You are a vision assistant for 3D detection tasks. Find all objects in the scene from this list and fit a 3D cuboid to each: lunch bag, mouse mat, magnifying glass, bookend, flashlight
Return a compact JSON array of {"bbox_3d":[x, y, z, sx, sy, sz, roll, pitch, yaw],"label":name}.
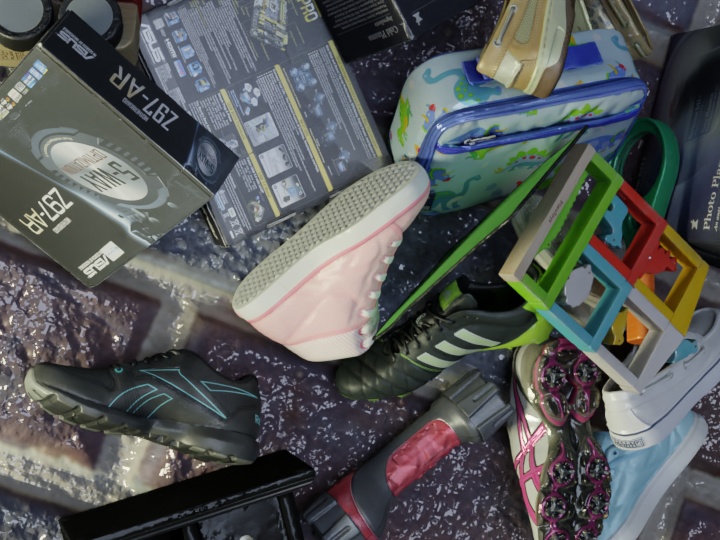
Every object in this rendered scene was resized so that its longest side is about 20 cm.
[{"bbox_3d":[0.127,-0.124,1.191,0.200,0.161,0.082,-12,65,-18],"label":"lunch bag"},{"bbox_3d":[0.095,-0.029,1.149,0.008,0.200,0.161,44,43,0],"label":"mouse mat"},{"bbox_3d":[0.243,-0.036,1.247,0.022,0.080,0.200,14,72,-29],"label":"magnifying glass"},{"bbox_3d":[-0.120,0.274,1.171,0.199,0.092,0.200,-15,99,-17],"label":"bookend"},{"bbox_3d":[0.043,0.168,1.230,0.200,0.068,0.068,-37,87,-10],"label":"flashlight"}]

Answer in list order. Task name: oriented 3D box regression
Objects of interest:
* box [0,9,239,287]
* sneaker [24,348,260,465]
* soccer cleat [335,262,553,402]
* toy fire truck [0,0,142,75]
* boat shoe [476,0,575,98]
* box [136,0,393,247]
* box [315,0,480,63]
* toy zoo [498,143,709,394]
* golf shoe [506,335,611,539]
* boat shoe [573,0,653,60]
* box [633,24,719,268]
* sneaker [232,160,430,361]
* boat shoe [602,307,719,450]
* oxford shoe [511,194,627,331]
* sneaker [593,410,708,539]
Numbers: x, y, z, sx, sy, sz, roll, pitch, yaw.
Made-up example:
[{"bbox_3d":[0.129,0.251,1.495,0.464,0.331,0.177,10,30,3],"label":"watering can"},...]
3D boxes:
[{"bbox_3d":[-0.207,-0.082,1.070,0.160,0.200,0.044,42,50,-16],"label":"box"},{"bbox_3d":[-0.171,0.099,1.165,0.200,0.075,0.079,19,73,-25],"label":"sneaker"},{"bbox_3d":[0.068,0.049,1.211,0.200,0.068,0.081,-21,131,2],"label":"soccer cleat"},{"bbox_3d":[-0.250,-0.252,1.080,0.176,0.129,0.200,4,74,-4],"label":"toy fire truck"},{"bbox_3d":[0.131,-0.232,1.114,0.076,0.072,0.200,15,64,-3],"label":"boat shoe"},{"bbox_3d":[-0.084,-0.141,1.183,0.161,0.049,0.200,-27,100,-13],"label":"box"},{"bbox_3d":[0.044,-0.296,1.166,0.200,0.104,0.182,-33,102,-28],"label":"box"},{"bbox_3d":[0.211,0.009,1.175,0.200,0.020,0.131,40,72,-27],"label":"toy zoo"},{"bbox_3d":[0.168,0.156,1.260,0.073,0.092,0.200,0,88,-23],"label":"golf shoe"},{"bbox_3d":[0.201,-0.274,1.249,0.063,0.073,0.200,-11,109,26],"label":"boat shoe"},{"bbox_3d":[0.339,-0.104,1.246,0.123,0.198,0.200,16,88,-16],"label":"box"},{"bbox_3d":[0.000,0.000,1.179,0.200,0.075,0.105,-38,112,21],"label":"sneaker"},{"bbox_3d":[0.274,0.077,1.267,0.200,0.074,0.065,-44,119,-45],"label":"boat shoe"},{"bbox_3d":[0.180,0.003,1.243,0.200,0.058,0.075,37,47,-41],"label":"oxford shoe"},{"bbox_3d":[0.224,0.187,1.298,0.082,0.074,0.200,43,71,-8],"label":"sneaker"}]
